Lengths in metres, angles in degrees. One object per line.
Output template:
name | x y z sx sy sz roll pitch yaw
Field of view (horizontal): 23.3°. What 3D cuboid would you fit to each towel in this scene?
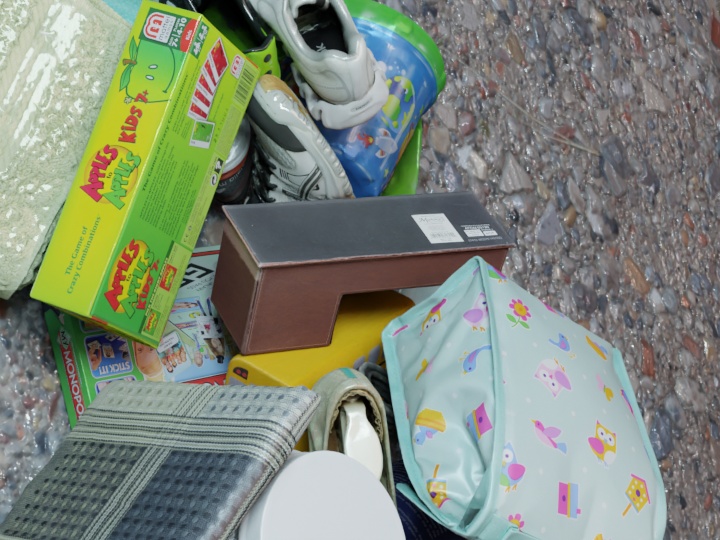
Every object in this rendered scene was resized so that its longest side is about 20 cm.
towel | -0.137 0.142 1.048 0.193 0.199 0.035 -54 124 -30
towel | -0.230 -0.099 1.105 0.148 0.036 0.201 31 80 -21

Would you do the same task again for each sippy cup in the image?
sippy cup | -0.014 -0.121 1.367 0.177 0.140 0.131 26 60 -13

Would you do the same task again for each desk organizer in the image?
desk organizer | 0.000 0.000 1.224 0.198 0.078 0.072 -5 37 -27

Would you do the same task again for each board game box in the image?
board game box | -0.131 0.055 1.238 0.199 0.029 0.136 -9 82 -50
board game box | -0.136 -0.060 1.131 0.202 0.047 0.102 -70 157 -7

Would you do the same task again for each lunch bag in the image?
lunch bag | 0.111 0.121 1.172 0.170 0.122 0.201 30 36 -35

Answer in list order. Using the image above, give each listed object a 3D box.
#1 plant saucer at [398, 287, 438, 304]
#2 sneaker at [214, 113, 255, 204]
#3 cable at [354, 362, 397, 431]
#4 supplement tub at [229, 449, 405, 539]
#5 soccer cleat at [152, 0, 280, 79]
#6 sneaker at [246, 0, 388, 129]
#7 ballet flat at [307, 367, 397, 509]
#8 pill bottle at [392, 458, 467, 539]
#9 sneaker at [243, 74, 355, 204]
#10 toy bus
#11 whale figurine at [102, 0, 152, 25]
plant saucer | 0.082 0.082 1.465 0.200 0.038 0.203 21 60 -42
sneaker | -0.111 -0.137 1.324 0.082 0.076 0.202 68 19 -57
cable | 0.067 0.110 1.258 0.200 0.050 0.098 46 28 -32
supplement tub | -0.081 0.193 1.103 0.144 0.199 0.146 19 62 -40
soccer cleat | -0.125 -0.202 1.254 0.067 0.081 0.200 -36 70 -26
sneaker | -0.050 -0.196 1.258 0.200 0.075 0.081 50 -10 23
ballet flat | -0.004 0.166 1.154 0.067 0.062 0.202 -10 93 -17
pill bottle | 0.030 0.203 1.299 0.199 0.110 0.112 -21 91 -50
sneaker | -0.051 -0.054 1.257 0.076 0.087 0.201 60 -1 40
toy bus | -0.017 0.065 1.266 0.200 0.065 0.079 -33 141 -49
whale figurine | -0.200 -0.168 1.188 0.200 0.103 0.160 50 44 -25
